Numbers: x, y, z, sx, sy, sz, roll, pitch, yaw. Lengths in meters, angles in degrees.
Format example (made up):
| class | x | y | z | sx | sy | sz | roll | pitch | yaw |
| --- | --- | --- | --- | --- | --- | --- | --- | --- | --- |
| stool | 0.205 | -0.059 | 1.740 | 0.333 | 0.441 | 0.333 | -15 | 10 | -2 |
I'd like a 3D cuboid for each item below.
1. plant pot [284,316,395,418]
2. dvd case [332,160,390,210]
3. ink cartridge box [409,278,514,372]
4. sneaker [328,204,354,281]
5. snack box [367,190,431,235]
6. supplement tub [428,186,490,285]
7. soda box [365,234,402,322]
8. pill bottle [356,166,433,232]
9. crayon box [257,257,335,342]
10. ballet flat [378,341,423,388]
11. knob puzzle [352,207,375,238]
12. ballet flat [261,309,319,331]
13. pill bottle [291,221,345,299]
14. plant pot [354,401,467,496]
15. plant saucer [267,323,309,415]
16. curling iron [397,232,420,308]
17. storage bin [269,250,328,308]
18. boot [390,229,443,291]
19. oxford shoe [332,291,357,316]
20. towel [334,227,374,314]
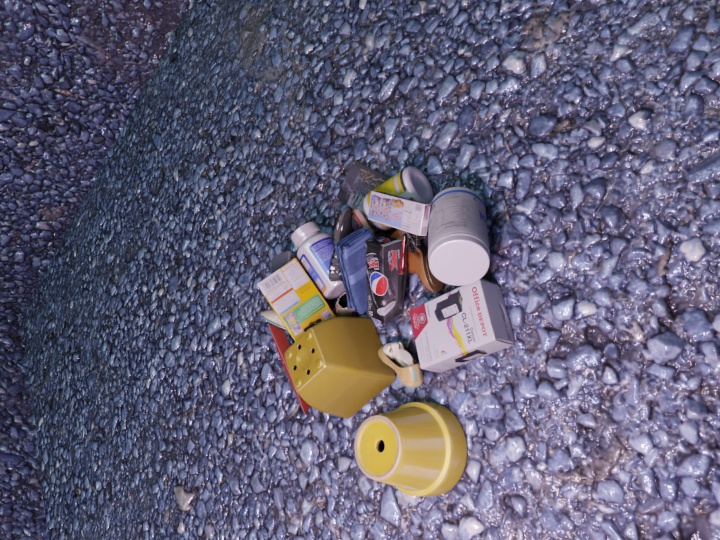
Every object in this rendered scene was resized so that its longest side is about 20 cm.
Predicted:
| class | x | y | z | sx | sy | sz | roll | pitch | yaw |
| --- | --- | --- | --- | --- | --- | --- | --- | --- | --- |
| plant pot | -0.072 | 0.233 | 1.494 | 0.196 | 0.200 | 0.195 | -45 | 51 | 26 |
| dvd case | 0.010 | -0.213 | 1.685 | 0.200 | 0.016 | 0.149 | 36 | 102 | 44 |
| ink cartridge box | 0.219 | 0.123 | 1.325 | 0.200 | 0.083 | 0.146 | -29 | 58 | 35 |
| sneaker | -0.032 | -0.068 | 1.516 | 0.073 | 0.082 | 0.201 | -96 | 13 | -71 |
| snack box | 0.087 | -0.137 | 1.411 | 0.200 | 0.024 | 0.072 | 24 | 112 | 51 |
| supplement tub | 0.214 | -0.079 | 1.314 | 0.132 | 0.132 | 0.200 | -35 | 30 | 32 |
| soda box | 0.058 | 0.020 | 1.464 | 0.063 | 0.071 | 0.201 | 20 | 121 | 44 |
| pill bottle | 0.079 | -0.171 | 1.534 | 0.200 | 0.112 | 0.112 | -30 | 58 | 35 |
| crayon box | -0.166 | 0.084 | 1.586 | 0.126 | 0.052 | 0.200 | -34 | 71 | -5 |
| ballet flat | 0.094 | 0.202 | 1.405 | 0.200 | 0.068 | 0.063 | -140 | 39 | -61 |
| knob puzzle | -0.013 | -0.072 | 1.568 | 0.220 | 0.030 | 0.220 | 44 | 148 | 38 |
| ballet flat | -0.171 | 0.138 | 1.627 | 0.199 | 0.067 | 0.063 | 25 | 103 | 11 |
| pill bottle | -0.102 | -0.031 | 1.628 | 0.112 | 0.112 | 0.200 | -43 | 72 | 27 |
| plant pot | 0.097 | 0.381 | 1.290 | 0.200 | 0.189 | 0.202 | -15 | 67 | 40 |
| plant saucer | -0.187 | 0.265 | 1.640 | 0.037 | 0.200 | 0.200 | -22 | 51 | -11 |
| curling iron | 0.106 | 0.000 | 1.426 | 0.050 | 0.025 | 0.201 | 38 | 126 | 48 |
| storage bin | -0.174 | 0.038 | 1.702 | 0.145 | 0.134 | 0.201 | -15 | 68 | 41 |
| boot | 0.120 | -0.010 | 1.484 | 0.155 | 0.074 | 0.201 | -38 | 55 | 40 |
| oxford shoe | -0.049 | 0.101 | 1.601 | 0.200 | 0.074 | 0.071 | -48 | 52 | 24 |
| towel | 0.000 | 0.000 | 1.479 | 0.048 | 0.112 | 0.201 | 20 | 134 | 43 |
